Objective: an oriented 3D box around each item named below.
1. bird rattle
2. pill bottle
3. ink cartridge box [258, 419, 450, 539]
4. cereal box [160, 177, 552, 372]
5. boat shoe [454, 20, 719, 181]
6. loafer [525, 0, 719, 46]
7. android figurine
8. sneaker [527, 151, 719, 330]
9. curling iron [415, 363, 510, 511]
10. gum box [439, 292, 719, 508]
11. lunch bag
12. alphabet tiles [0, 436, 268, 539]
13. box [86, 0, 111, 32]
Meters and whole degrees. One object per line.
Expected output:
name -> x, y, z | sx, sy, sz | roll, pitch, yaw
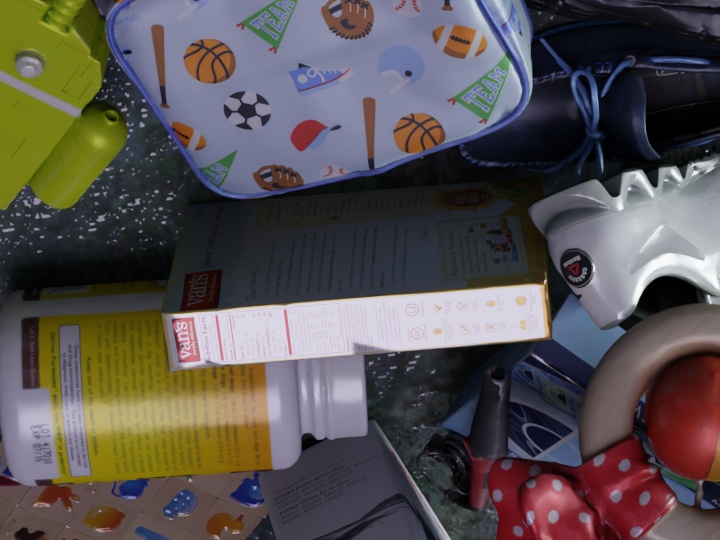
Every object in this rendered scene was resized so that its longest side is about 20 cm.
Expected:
bird rattle -> 0.165, 0.099, 1.358 | 0.199, 0.164, 0.113 | 6, 170, 11
pill bottle -> -0.097, 0.059, 1.501 | 0.199, 0.110, 0.110 | -4, 129, -1
ink cartridge box -> 0.022, 0.204, 1.567 | 0.083, 0.200, 0.146 | -27, 126, 5
cereal box -> 0.000, 0.000, 1.431 | 0.199, 0.144, 0.040 | -5, 114, 6
boat shoe -> 0.143, -0.094, 1.426 | 0.199, 0.069, 0.084 | -18, 127, 10
loafer -> 0.133, -0.161, 1.383 | 0.199, 0.068, 0.071 | 11, 88, -1
android figurine -> -0.205, -0.098, 1.386 | 0.181, 0.041, 0.200 | 28, 135, -20
sneaker -> 0.174, -0.013, 1.434 | 0.199, 0.089, 0.074 | -15, 170, -40
curling iron -> 0.062, 0.093, 1.504 | 0.049, 0.026, 0.200 | 36, 162, 8
gum box -> 0.145, 0.098, 1.487 | 0.170, 0.045, 0.200 | 35, 162, -1
lunch bag -> -0.017, -0.125, 1.328 | 0.199, 0.076, 0.161 | -18, 126, 19
alphabet tiles -> -0.145, 0.136, 1.624 | 0.167, 0.008, 0.200 | 26, 121, -23
box -> -0.091, -0.162, 1.372 | 0.119, 0.042, 0.200 | -36, 125, 22
